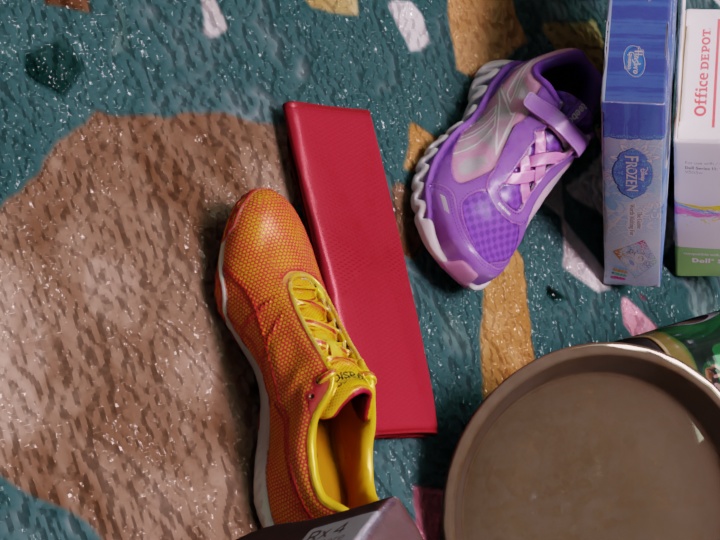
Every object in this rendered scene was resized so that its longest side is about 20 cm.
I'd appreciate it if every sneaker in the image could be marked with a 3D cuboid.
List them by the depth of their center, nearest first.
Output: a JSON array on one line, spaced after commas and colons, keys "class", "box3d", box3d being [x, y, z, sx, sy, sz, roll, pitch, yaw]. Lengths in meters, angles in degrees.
[{"class": "sneaker", "box3d": [-0.024, 0.048, 1.089, 0.073, 0.077, 0.200, 0, 71, -47]}, {"class": "sneaker", "box3d": [0.099, -0.073, 1.277, 0.080, 0.088, 0.200, 49, 44, -23]}]

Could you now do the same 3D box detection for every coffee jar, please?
[{"class": "coffee jar", "box3d": [0.228, 0.069, 1.295, 0.200, 0.104, 0.085, -15, 86, -23]}]

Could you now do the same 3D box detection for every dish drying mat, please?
[{"class": "dish drying mat", "box3d": [0.000, 0.000, 1.185, 0.077, 0.018, 0.200, 1, 71, -49]}]

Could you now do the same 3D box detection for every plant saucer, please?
[{"class": "plant saucer", "box3d": [0.141, 0.142, 1.193, 0.200, 0.029, 0.200, 0, 88, -13]}]

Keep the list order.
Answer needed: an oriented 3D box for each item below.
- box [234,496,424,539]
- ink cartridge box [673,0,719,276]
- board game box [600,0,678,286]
[{"class": "box", "box3d": [-0.024, 0.241, 0.926, 0.200, 0.166, 0.164, 55, 41, -14]}, {"class": "ink cartridge box", "box3d": [0.249, -0.097, 1.393, 0.200, 0.067, 0.117, 76, 19, -55]}, {"class": "board game box", "box3d": [0.185, -0.126, 1.349, 0.199, 0.043, 0.200, 80, 16, -56]}]
